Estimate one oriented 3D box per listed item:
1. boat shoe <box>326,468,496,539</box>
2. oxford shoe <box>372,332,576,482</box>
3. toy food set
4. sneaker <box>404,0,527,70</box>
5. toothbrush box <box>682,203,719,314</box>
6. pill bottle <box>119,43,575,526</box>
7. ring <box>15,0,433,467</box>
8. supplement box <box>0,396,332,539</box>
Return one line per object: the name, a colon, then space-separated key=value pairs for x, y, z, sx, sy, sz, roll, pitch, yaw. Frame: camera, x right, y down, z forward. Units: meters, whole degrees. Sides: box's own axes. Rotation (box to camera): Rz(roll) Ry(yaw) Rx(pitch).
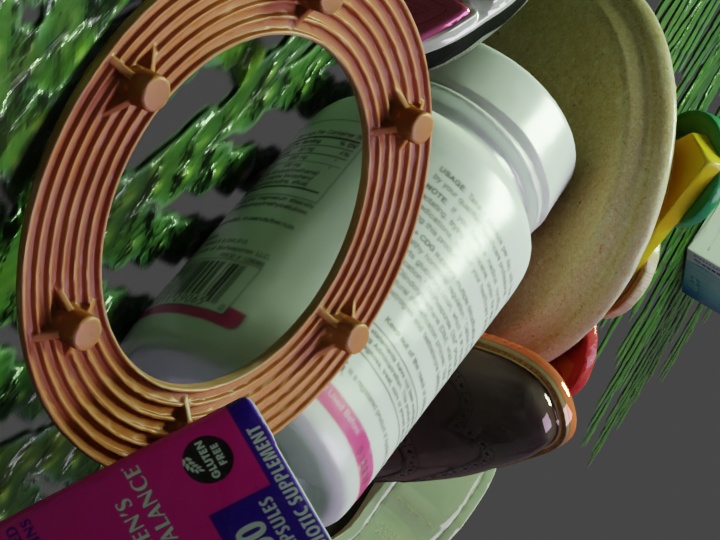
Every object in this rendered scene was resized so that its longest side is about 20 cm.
boat shoe: x=-0.008 y=0.153 z=1.329 sx=0.201 sy=0.072 sz=0.061 roll=-48 pitch=-160 yaw=-18
oxford shoe: x=0.003 y=0.072 z=1.108 sx=0.073 sy=0.200 sz=0.071 roll=-40 pitch=115 yaw=-46
toy food set: x=0.081 y=-0.041 z=1.159 sx=0.049 sy=0.198 sz=0.200 roll=16 pitch=126 yaw=-34
sneaker: x=0.054 y=-0.135 z=1.020 sx=0.200 sy=0.074 sz=0.087 roll=-56 pitch=163 yaw=-35
toothbrush box: x=0.428 y=0.003 z=2.703 sx=0.085 sy=0.146 sz=0.200 roll=-57 pitch=167 yaw=-8
pill bottle: x=0.000 y=0.000 z=1.046 sx=0.200 sy=0.113 sz=0.113 roll=-51 pitch=166 yaw=-30
ring: x=-0.038 y=-0.018 z=0.880 sx=0.200 sy=0.019 sz=0.201 roll=-28 pitch=130 yaw=-38
supplement box: x=-0.100 y=0.143 z=0.858 sx=0.200 sy=0.101 sz=0.103 roll=-28 pitch=159 yaw=-13
